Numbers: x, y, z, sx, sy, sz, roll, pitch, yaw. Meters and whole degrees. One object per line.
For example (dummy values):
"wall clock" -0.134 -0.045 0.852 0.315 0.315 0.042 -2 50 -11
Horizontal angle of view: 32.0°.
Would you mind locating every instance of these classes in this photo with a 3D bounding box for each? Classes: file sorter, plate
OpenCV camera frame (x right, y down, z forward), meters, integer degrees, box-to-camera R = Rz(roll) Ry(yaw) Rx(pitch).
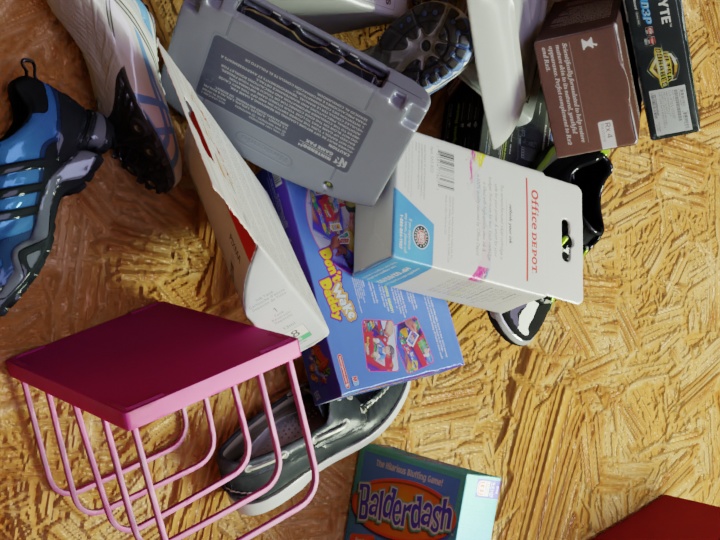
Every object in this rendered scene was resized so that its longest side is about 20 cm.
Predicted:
"file sorter" -0.143 0.115 0.914 0.138 0.199 0.127 -22 109 -33
"plate" 0.127 -0.236 1.032 0.201 0.032 0.202 69 31 -56

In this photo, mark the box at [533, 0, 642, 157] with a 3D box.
"box" 0.201 -0.175 1.088 0.200 0.074 0.102 -59 137 -67

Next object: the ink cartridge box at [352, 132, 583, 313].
"ink cartridge box" 0.094 -0.035 1.072 0.198 0.068 0.117 14 68 -29

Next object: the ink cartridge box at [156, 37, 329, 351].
"ink cartridge box" -0.101 -0.048 0.920 0.050 0.162 0.200 -30 143 6

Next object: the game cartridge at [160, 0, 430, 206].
"game cartridge" -0.057 -0.132 0.971 0.198 0.134 0.041 28 46 -4

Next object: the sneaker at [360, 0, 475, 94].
"sneaker" 0.017 -0.152 1.036 0.085 0.198 0.078 -19 88 -63

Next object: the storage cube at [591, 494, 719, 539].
"storage cube" 0.347 0.360 1.313 0.198 0.179 0.174 -21 105 -35

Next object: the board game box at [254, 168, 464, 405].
"board game box" 0.000 0.000 1.068 0.133 0.045 0.203 -9 80 -36

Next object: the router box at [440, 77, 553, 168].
"router box" 0.145 -0.082 1.200 0.148 0.062 0.203 9 88 -36

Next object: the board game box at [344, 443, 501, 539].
"board game box" 0.042 0.263 1.092 0.045 0.151 0.203 13 85 -36

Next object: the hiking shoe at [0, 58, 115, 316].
"hiking shoe" -0.259 -0.047 0.900 0.086 0.074 0.202 36 62 -25

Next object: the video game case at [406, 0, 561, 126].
"video game case" 0.107 -0.259 1.136 0.181 0.022 0.202 35 56 -26

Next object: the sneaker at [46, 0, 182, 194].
"sneaker" -0.174 -0.155 0.951 0.072 0.071 0.202 -38 119 -39

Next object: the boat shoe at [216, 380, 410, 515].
"boat shoe" -0.036 0.125 1.065 0.200 0.075 0.061 -40 133 -29

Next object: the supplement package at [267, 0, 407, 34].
"supplement package" -0.067 -0.270 0.992 0.198 0.116 0.119 10 85 -38

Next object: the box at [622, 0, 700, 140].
"box" 0.266 -0.222 1.124 0.200 0.045 0.161 -60 138 -64

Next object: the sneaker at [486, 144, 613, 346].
"sneaker" 0.174 -0.030 1.134 0.071 0.082 0.203 24 80 -35
